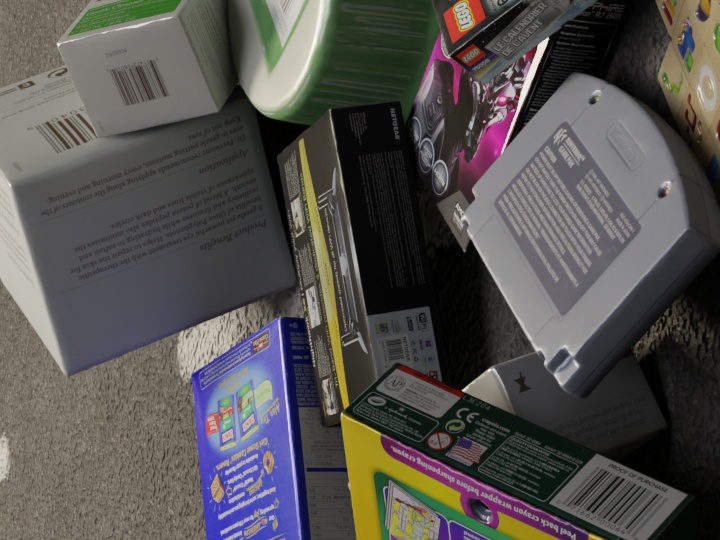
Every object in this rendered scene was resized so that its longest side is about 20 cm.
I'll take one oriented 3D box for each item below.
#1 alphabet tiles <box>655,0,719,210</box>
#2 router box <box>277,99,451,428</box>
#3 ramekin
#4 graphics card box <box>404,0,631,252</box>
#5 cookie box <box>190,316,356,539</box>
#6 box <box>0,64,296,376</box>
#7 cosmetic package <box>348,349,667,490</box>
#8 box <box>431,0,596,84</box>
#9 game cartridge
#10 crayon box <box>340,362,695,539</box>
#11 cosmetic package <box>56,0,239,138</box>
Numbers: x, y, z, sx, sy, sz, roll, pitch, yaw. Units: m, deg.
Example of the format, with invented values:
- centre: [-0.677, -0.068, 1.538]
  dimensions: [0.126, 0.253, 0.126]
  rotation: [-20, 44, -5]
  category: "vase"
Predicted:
- centre: [0.200, -0.106, 1.210]
  dimensions: [0.167, 0.006, 0.201]
  rotation: [103, 156, -54]
  category: "alphabet tiles"
- centre: [0.000, 0.000, 1.541]
  dimensions: [0.157, 0.052, 0.201]
  rotation: [153, 108, -73]
  category: "router box"
- centre: [-0.017, -0.193, 1.592]
  dimensions: [0.200, 0.097, 0.202]
  rotation: [-7, 82, 63]
  category: "ramekin"
- centre: [0.094, -0.125, 1.422]
  dimensions: [0.126, 0.051, 0.201]
  rotation: [62, 141, 45]
  category: "graphics card box"
- centre: [-0.054, 0.153, 1.670]
  dimensions: [0.171, 0.075, 0.201]
  rotation: [-32, 60, 59]
  category: "cookie box"
- centre: [-0.186, -0.059, 1.766]
  dimensions: [0.200, 0.198, 0.172]
  rotation: [42, 150, 58]
  category: "box"
- centre: [0.084, 0.112, 1.359]
  dimensions: [0.200, 0.101, 0.074]
  rotation: [-43, 68, 56]
  category: "cosmetic package"
- centre: [0.093, -0.225, 1.353]
  dimensions: [0.137, 0.040, 0.201]
  rotation: [-37, 45, 24]
  category: "box"
- centre: [0.131, -0.030, 1.286]
  dimensions: [0.133, 0.041, 0.200]
  rotation: [-52, 29, 17]
  category: "game cartridge"
- centre: [0.088, 0.164, 1.254]
  dimensions: [0.199, 0.058, 0.173]
  rotation: [23, 138, 34]
  category: "crayon box"
- centre: [-0.134, -0.187, 1.696]
  dimensions: [0.200, 0.107, 0.085]
  rotation: [-67, -39, -55]
  category: "cosmetic package"
